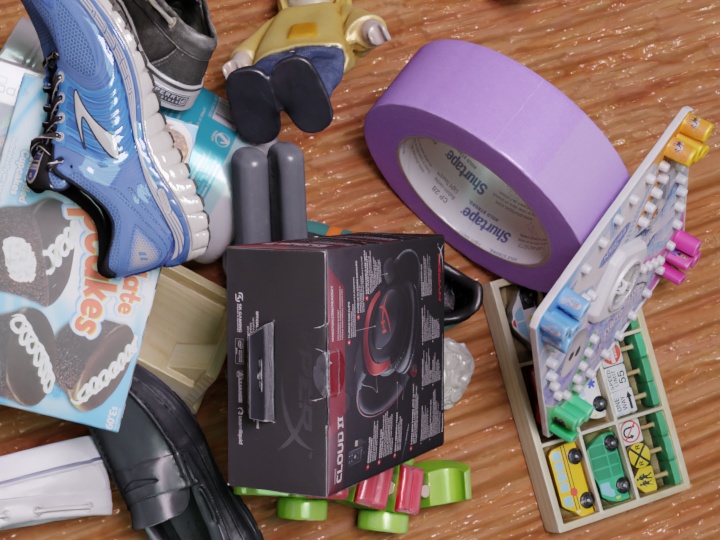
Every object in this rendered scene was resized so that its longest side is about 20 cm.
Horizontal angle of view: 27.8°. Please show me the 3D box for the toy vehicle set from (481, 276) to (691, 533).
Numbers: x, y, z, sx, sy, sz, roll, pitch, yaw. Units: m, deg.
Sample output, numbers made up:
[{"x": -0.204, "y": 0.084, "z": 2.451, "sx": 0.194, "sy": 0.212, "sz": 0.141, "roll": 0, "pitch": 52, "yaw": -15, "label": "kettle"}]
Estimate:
[{"x": 0.178, "y": 0.093, "z": 1.154, "sx": 0.123, "sy": 0.026, "sz": 0.203, "roll": -15, "pitch": 88, "yaw": -20, "label": "toy vehicle set"}]

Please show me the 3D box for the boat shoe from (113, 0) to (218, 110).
[{"x": -0.137, "y": -0.191, "z": 1.013, "sx": 0.070, "sy": 0.201, "sz": 0.064, "roll": 16, "pitch": 122, "yaw": -35, "label": "boat shoe"}]

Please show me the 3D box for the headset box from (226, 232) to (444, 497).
[{"x": -0.016, "y": 0.054, "z": 0.934, "sx": 0.074, "sy": 0.199, "sz": 0.151, "roll": 2, "pitch": 96, "yaw": 26, "label": "headset box"}]

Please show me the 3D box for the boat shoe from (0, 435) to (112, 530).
[{"x": -0.262, "y": 0.165, "z": 0.976, "sx": 0.198, "sy": 0.074, "sz": 0.066, "roll": -14, "pitch": 83, "yaw": -18, "label": "boat shoe"}]

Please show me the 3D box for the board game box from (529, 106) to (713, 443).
[{"x": 0.193, "y": 0.011, "z": 1.059, "sx": 0.026, "sy": 0.201, "sz": 0.201, "roll": 30, "pitch": 70, "yaw": 24, "label": "board game box"}]

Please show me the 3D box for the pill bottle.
[{"x": -0.165, "y": -0.097, "z": 1.022, "sx": 0.198, "sy": 0.111, "sz": 0.112, "roll": 29, "pitch": 75, "yaw": -12, "label": "pill bottle"}]

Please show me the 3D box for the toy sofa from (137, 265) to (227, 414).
[{"x": -0.187, "y": 0.021, "z": 1.024, "sx": 0.198, "sy": 0.098, "sz": 0.083, "roll": 29, "pitch": 52, "yaw": -12, "label": "toy sofa"}]

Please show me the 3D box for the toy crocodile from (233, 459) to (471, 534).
[{"x": -0.005, "y": 0.152, "z": 1.054, "sx": 0.198, "sy": 0.061, "sz": 0.068, "roll": 15, "pitch": 77, "yaw": -35, "label": "toy crocodile"}]

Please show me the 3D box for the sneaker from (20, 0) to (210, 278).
[{"x": -0.164, "y": -0.088, "z": 0.866, "sx": 0.088, "sy": 0.078, "sz": 0.202, "roll": -25, "pitch": 95, "yaw": -17, "label": "sneaker"}]

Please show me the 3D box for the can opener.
[{"x": -0.052, "y": 0.018, "z": 0.983, "sx": 0.053, "sy": 0.067, "sz": 0.203, "roll": -10, "pitch": 110, "yaw": -23, "label": "can opener"}]

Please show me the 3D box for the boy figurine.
[{"x": -0.035, "y": -0.165, "z": 1.044, "sx": 0.123, "sy": 0.201, "sz": 0.065, "roll": -9, "pitch": 123, "yaw": 17, "label": "boy figurine"}]

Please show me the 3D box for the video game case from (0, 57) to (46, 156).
[{"x": -0.251, "y": -0.037, "z": 0.933, "sx": 0.180, "sy": 0.023, "sz": 0.203, "roll": 16, "pitch": 87, "yaw": -13, "label": "video game case"}]

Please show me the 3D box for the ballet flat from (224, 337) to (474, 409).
[{"x": 0.000, "y": 0.083, "z": 1.076, "sx": 0.197, "sy": 0.072, "sz": 0.073, "roll": 0, "pitch": 83, "yaw": -18, "label": "ballet flat"}]

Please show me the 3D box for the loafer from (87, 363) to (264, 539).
[{"x": -0.133, "y": 0.148, "z": 0.999, "sx": 0.202, "sy": 0.068, "sz": 0.071, "roll": 59, "pitch": 29, "yaw": -18, "label": "loafer"}]

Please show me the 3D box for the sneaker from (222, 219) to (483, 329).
[{"x": 0.000, "y": 0.000, "z": 1.068, "sx": 0.198, "sy": 0.080, "sz": 0.072, "roll": 11, "pitch": 79, "yaw": -25, "label": "sneaker"}]

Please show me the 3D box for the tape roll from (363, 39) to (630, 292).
[{"x": 0.099, "y": -0.073, "z": 1.058, "sx": 0.200, "sy": 0.200, "sz": 0.066, "roll": 43, "pitch": 73, "yaw": -8, "label": "tape roll"}]

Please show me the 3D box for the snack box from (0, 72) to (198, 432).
[{"x": -0.184, "y": -0.010, "z": 0.920, "sx": 0.115, "sy": 0.037, "sz": 0.203, "roll": 15, "pitch": 86, "yaw": -14, "label": "snack box"}]
